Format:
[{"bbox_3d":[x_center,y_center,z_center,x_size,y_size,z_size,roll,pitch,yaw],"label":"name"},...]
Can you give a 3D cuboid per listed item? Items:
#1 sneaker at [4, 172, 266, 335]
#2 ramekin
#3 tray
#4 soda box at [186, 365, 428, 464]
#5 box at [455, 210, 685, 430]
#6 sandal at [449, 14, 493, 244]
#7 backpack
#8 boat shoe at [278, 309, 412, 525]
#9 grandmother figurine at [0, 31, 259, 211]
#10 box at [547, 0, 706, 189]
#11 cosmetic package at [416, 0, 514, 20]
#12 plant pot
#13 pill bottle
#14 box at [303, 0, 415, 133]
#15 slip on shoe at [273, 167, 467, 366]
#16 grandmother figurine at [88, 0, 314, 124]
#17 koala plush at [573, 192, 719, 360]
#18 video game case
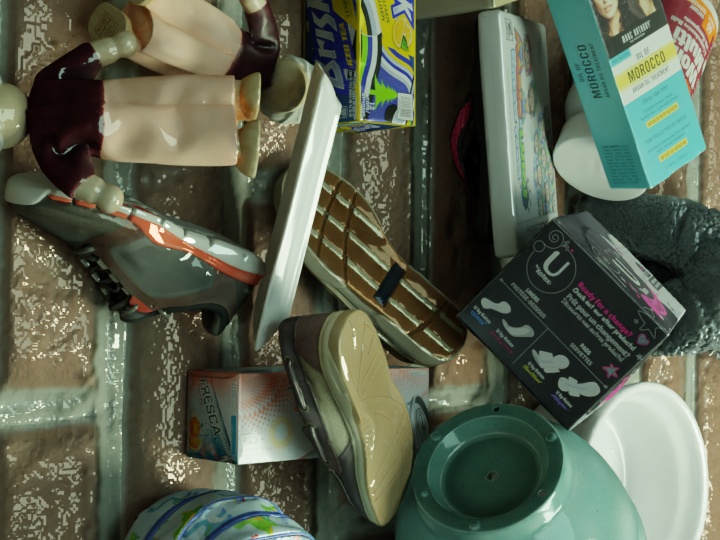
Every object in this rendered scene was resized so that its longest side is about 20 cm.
[{"bbox_3d":[-0.157,-0.004,0.997,0.200,0.077,0.082,23,94,-31],"label":"sneaker"},{"bbox_3d":[0.225,0.200,1.339,0.200,0.098,0.201,0,90,-44],"label":"ramekin"},{"bbox_3d":[-0.045,-0.047,1.049,0.022,0.107,0.201,13,101,-8],"label":"tray"},{"bbox_3d":[-0.037,0.108,1.115,0.200,0.063,0.069,2,89,-43],"label":"soda box"},{"bbox_3d":[0.182,0.035,1.200,0.132,0.115,0.200,46,15,9],"label":"box"},{"bbox_3d":[0.103,-0.121,1.259,0.075,0.045,0.201,11,76,-70],"label":"sandal"},{"bbox_3d":[-0.100,0.253,1.017,0.163,0.154,0.201,4,75,-37],"label":"backpack"},{"bbox_3d":[-0.011,0.105,1.053,0.072,0.065,0.200,-58,145,-37],"label":"boat shoe"},{"bbox_3d":[-0.166,-0.094,0.932,0.199,0.061,0.122,3,60,-9],"label":"grandmother figurine"},{"bbox_3d":[0.222,-0.175,1.224,0.082,0.049,0.200,-33,111,-31],"label":"box"},{"bbox_3d":[0.133,-0.275,1.251,0.200,0.103,0.073,-24,107,-40],"label":"cosmetic package"},{"bbox_3d":[0.112,0.188,1.128,0.200,0.200,0.134,-54,140,-29],"label":"plant pot"},{"bbox_3d":[0.254,-0.170,1.353,0.110,0.109,0.200,46,57,-33],"label":"pill bottle"},{"bbox_3d":[-0.001,-0.211,1.145,0.064,0.070,0.201,1,89,-42],"label":"box"},{"bbox_3d":[0.000,0.000,1.156,0.200,0.061,0.076,43,61,-14],"label":"slip on shoe"},{"bbox_3d":[-0.101,-0.151,1.047,0.200,0.061,0.121,18,119,-48],"label":"grandmother figurine"},{"bbox_3d":[0.323,0.015,1.398,0.200,0.183,0.178,11,83,-55],"label":"koala plush"},{"bbox_3d":[0.139,-0.118,1.256,0.182,0.024,0.201,-16,102,-70],"label":"video game case"}]
